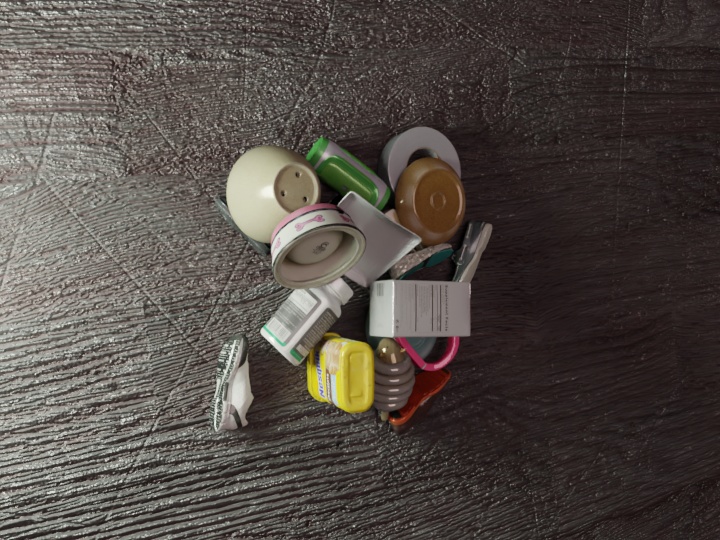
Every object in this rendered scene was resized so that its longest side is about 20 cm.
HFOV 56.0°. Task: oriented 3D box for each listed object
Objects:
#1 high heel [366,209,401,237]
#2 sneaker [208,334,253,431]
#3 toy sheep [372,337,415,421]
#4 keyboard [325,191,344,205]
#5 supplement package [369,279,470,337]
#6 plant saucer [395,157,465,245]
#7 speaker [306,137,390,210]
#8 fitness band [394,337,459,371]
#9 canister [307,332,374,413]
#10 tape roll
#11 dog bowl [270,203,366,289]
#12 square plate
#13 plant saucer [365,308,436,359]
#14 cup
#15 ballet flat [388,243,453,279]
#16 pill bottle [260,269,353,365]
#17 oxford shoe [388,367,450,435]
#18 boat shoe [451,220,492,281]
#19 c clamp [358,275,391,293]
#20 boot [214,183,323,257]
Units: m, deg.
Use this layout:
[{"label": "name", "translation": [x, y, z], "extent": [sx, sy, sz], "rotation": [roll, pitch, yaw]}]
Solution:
[{"label": "high heel", "translation": [0.021, -0.087, 1.556], "extent": [0.199, 0.140, 0.073], "rotation": [-15, 88, -65]}, {"label": "sneaker", "translation": [-0.263, 0.237, 1.433], "extent": [0.079, 0.073, 0.206], "rotation": [13, 89, -37]}, {"label": "toy sheep", "translation": [0.060, 0.244, 1.521], "extent": [0.135, 0.138, 0.205], "rotation": [-12, 115, -23]}, {"label": "keyboard", "translation": [-0.100, -0.082, 1.499], "extent": [0.201, 0.040, 0.104], "rotation": [-49, 145, 0]}, {"label": "supplement package", "translation": [0.130, 0.084, 1.492], "extent": [0.195, 0.121, 0.123], "rotation": [2, 86, -26]}, {"label": "plant saucer", "translation": [0.172, -0.160, 1.565], "extent": [0.195, 0.035, 0.206], "rotation": [-1, 92, -27]}, {"label": "speaker", "translation": [-0.028, -0.209, 1.524], "extent": [0.198, 0.088, 0.090], "rotation": [35, 76, -19]}, {"label": "fitness band", "translation": [0.149, 0.141, 1.582], "extent": [0.144, 0.037, 0.201], "rotation": [-45, 107, -18]}, {"label": "canister", "translation": [-0.044, 0.216, 1.449], "extent": [0.084, 0.199, 0.153], "rotation": [-1, 89, -23]}, {"label": "tape roll", "translation": [0.140, -0.233, 1.609], "extent": [0.195, 0.066, 0.206], "rotation": [0, 90, -24]}, {"label": "dog bowl", "translation": [-0.091, -0.051, 1.345], "extent": [0.195, 0.202, 0.075], "rotation": [-10, 57, -23]}, {"label": "square plate", "translation": [-0.002, -0.065, 1.442], "extent": [0.196, 0.199, 0.029], "rotation": [31, 39, -24]}, {"label": "plant saucer", "translation": [0.107, 0.132, 1.605], "extent": [0.196, 0.039, 0.207], "rotation": [1, 88, -23]}, {"label": "cup", "translation": [-0.156, -0.159, 1.370], "extent": [0.196, 0.142, 0.206], "rotation": [-1, 91, -29]}, {"label": "ballet flat", "translation": [0.139, -0.037, 1.598], "extent": [0.197, 0.071, 0.074], "rotation": [-24, 99, -36]}, {"label": "pill bottle", "translation": [-0.112, 0.093, 1.456], "extent": [0.113, 0.113, 0.201], "rotation": [44, 81, -17]}, {"label": "oxford shoe", "translation": [0.142, 0.308, 1.615], "extent": [0.198, 0.071, 0.074], "rotation": [-36, 131, -23]}, {"label": "boat shoe", "translation": [0.259, -0.031, 1.674], "extent": [0.061, 0.073, 0.204], "rotation": [24, 85, 23]}, {"label": "c clamp", "translation": [0.000, 0.000, 1.566], "extent": [0.198, 0.027, 0.174], "rotation": [33, 70, -15]}, {"label": "boot", "translation": [-0.195, -0.159, 1.459], "extent": [0.165, 0.065, 0.201], "rotation": [46, 75, -25]}]
